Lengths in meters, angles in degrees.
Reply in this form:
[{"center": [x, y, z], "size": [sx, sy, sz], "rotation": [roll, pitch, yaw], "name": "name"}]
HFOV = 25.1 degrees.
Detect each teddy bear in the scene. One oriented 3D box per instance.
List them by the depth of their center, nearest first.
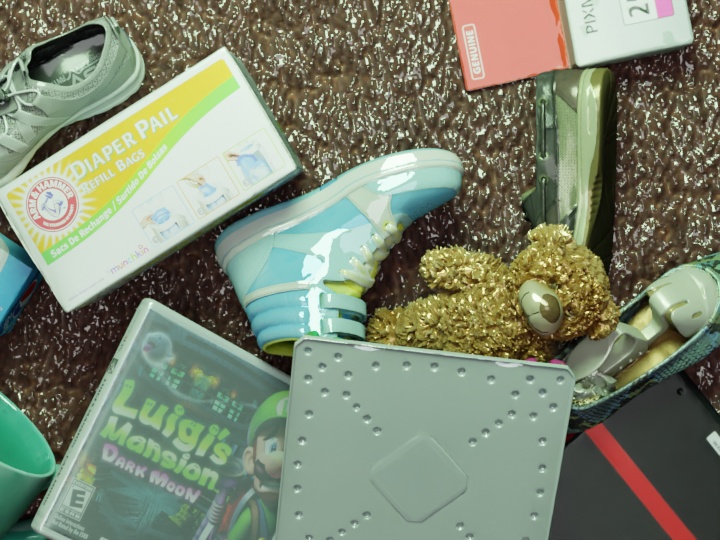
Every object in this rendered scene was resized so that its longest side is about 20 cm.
[{"center": [0.089, 0.046, 1.187], "size": [0.198, 0.067, 0.147], "rotation": [-8, 85, 30], "name": "teddy bear"}]

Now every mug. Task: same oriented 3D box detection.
[{"center": [-0.305, 0.153, 1.180], "size": [0.185, 0.152, 0.115], "rotation": [40, 95, -2], "name": "mug"}]

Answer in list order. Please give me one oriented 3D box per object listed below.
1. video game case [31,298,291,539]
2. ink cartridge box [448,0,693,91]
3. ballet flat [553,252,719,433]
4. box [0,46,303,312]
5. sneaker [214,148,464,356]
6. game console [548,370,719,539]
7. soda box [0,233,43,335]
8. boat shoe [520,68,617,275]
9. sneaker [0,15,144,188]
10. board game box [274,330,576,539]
[{"center": [-0.116, 0.147, 1.189], "size": [0.199, 0.023, 0.183], "rotation": [31, 79, -26], "name": "video game case"}, {"center": [0.146, -0.251, 1.220], "size": [0.171, 0.044, 0.203], "rotation": [-12, 93, -1], "name": "ink cartridge box"}, {"center": [0.215, 0.048, 1.212], "size": [0.200, 0.074, 0.074], "rotation": [-40, 92, -1], "name": "ballet flat"}, {"center": [-0.152, -0.065, 1.191], "size": [0.199, 0.112, 0.102], "rotation": [-32, 92, 2], "name": "box"}, {"center": [0.000, 0.000, 1.194], "size": [0.198, 0.080, 0.132], "rotation": [-24, 68, 10], "name": "sneaker"}, {"center": [0.230, 0.193, 1.249], "size": [0.176, 0.031, 0.201], "rotation": [-40, 93, -4], "name": "game console"}, {"center": [-0.338, -0.030, 1.213], "size": [0.199, 0.068, 0.065], "rotation": [32, 92, -1], "name": "soda box"}, {"center": [0.154, -0.053, 1.219], "size": [0.065, 0.072, 0.204], "rotation": [9, 106, 24], "name": "boat shoe"}, {"center": [-0.254, -0.128, 1.185], "size": [0.199, 0.082, 0.075], "rotation": [-37, 73, -12], "name": "sneaker"}, {"center": [0.042, 0.145, 1.166], "size": [0.197, 0.026, 0.202], "rotation": [7, 113, 0], "name": "board game box"}]
